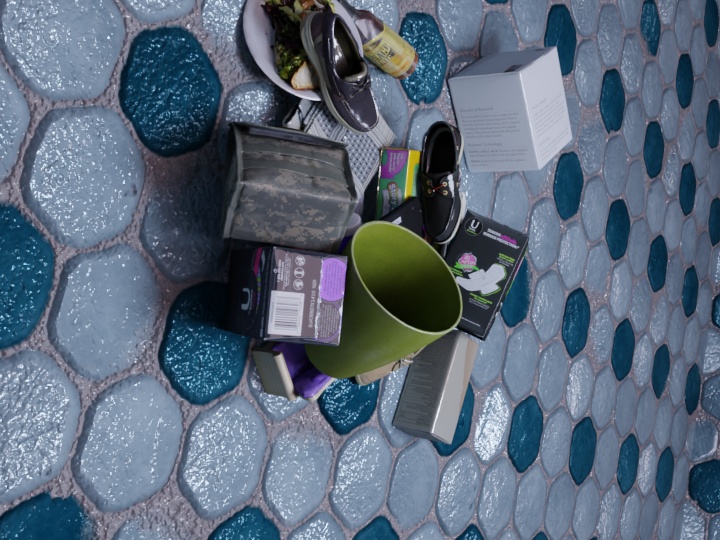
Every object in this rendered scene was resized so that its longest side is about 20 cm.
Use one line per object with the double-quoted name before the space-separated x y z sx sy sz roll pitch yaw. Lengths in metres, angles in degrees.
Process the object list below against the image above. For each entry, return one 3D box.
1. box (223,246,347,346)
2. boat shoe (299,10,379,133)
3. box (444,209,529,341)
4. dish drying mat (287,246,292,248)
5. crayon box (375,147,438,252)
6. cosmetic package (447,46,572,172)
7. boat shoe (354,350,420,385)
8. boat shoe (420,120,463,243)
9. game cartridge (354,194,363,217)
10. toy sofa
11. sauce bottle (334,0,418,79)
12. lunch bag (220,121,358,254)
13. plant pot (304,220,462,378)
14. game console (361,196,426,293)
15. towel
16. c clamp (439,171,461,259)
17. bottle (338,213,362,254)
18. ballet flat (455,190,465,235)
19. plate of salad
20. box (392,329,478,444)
"box" -0.108 0.034 1.108 0.106 0.200 0.122 7 86 -24
"boat shoe" -0.019 -0.283 1.178 0.072 0.065 0.200 -46 127 -26
"box" 0.214 0.013 1.497 0.200 0.124 0.149 -64 168 -2
"dish drying mat" -0.107 -0.059 1.229 0.200 0.018 0.077 56 14 -36
"crayon box" 0.087 -0.110 1.418 0.172 0.058 0.200 -11 108 -61
"cosmetic package" 0.301 -0.319 1.618 0.165 0.165 0.200 -39 122 -42
"boat shoe" 0.063 0.140 1.441 0.200 0.065 0.072 -32 116 -44
"boat shoe" 0.130 -0.147 1.347 0.063 0.074 0.202 15 79 -63
"game cartridge" -0.045 -0.155 1.316 0.133 0.041 0.200 7 87 -46
"toy sofa" -0.063 0.114 1.263 0.200 0.097 0.083 -37 120 -42
"sauce bottle" 0.016 -0.389 1.353 0.200 0.066 0.066 24 74 -44
"lunch bag" -0.101 -0.132 1.108 0.164 0.118 0.200 9 40 -17
"plant pot" 0.010 0.064 1.156 0.187 0.200 0.187 25 41 -24
"game console" 0.051 -0.006 1.302 0.200 0.031 0.177 -38 125 -49
"towel" -0.025 -0.220 1.282 0.200 0.035 0.193 54 53 -37
"c clamp" 0.162 -0.108 1.450 0.200 0.027 0.171 89 9 -64
"bottle" 0.000 0.000 1.322 0.065 0.083 0.200 -60 144 -43
"ballet flat" 0.169 -0.163 1.550 0.067 0.062 0.200 -29 115 -55
"plate of salad" -0.078 -0.349 1.207 0.200 0.048 0.200 9 70 -27
"box" 0.142 0.213 1.521 0.078 0.095 0.200 37 66 -45
